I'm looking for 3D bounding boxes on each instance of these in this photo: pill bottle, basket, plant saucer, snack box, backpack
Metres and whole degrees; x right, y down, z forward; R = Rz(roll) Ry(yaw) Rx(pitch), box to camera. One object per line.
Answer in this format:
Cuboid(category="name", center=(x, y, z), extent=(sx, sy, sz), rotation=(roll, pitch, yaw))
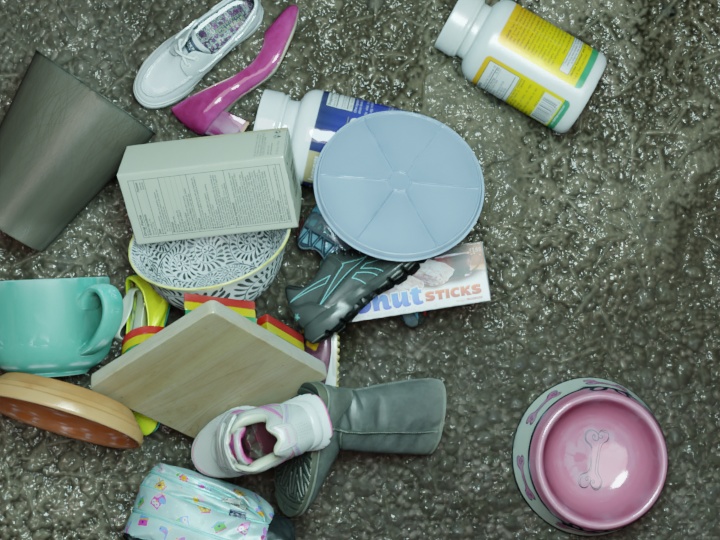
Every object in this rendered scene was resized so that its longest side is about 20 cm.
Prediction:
Cuboid(category="pill bottle", center=(0.197, -0.268, 1.557), extent=(0.199, 0.113, 0.113), rotation=(29, 85, -1))
Cuboid(category="basket", center=(-0.377, -0.135, 1.512), extent=(0.180, 0.136, 0.201), rotation=(33, 89, 7))
Cuboid(category="plant saucer", center=(-0.349, 0.163, 1.462), extent=(0.199, 0.200, 0.038), rotation=(17, 71, -2))
Cuboid(category="snack box", center=(0.054, 0.016, 1.494), extent=(0.198, 0.024, 0.073), rotation=(-9, 86, 6))
Cuboid(category="backpack", center=(-0.180, 0.314, 1.490), extent=(0.199, 0.167, 0.127), rotation=(20, 69, 2))
Cuboid(category="pill bottle", center=(-0.031, -0.157, 1.534), extent=(0.198, 0.120, 0.121), rotation=(13, 86, -2))

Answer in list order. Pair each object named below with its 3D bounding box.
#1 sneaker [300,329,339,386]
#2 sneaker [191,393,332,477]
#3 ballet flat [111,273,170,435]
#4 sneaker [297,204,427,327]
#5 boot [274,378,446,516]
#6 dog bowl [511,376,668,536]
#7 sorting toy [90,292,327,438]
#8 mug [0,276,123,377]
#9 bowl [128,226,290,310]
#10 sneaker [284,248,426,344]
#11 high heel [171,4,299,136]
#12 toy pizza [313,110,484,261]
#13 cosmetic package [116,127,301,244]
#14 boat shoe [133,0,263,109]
Cuboid(category="sneaker", center=(-0.074, 0.128, 1.536), extent=(0.089, 0.075, 0.202), rotation=(0, 85, -9))
Cuboid(category="sneaker", center=(-0.132, 0.194, 1.423), extent=(0.199, 0.088, 0.082), rotation=(-24, 82, 36))
Cuboid(category="ballet flat", center=(-0.276, 0.100, 1.527), extent=(0.066, 0.067, 0.202), rotation=(-1, 81, 42))
Cuboid(category="sneaker", center=(0.000, 0.003, 1.559), extent=(0.095, 0.079, 0.200), rotation=(-43, 85, 13))
Cuboid(category="boot", center=(0.003, 0.212, 1.508), extent=(0.199, 0.072, 0.183), rotation=(6, 108, -42))
Cuboid(category="dog bowl", center=(0.293, 0.235, 1.549), extent=(0.198, 0.074, 0.202), rotation=(0, 86, -4))
Cuboid(category="sorting toy", center=(-0.178, 0.104, 1.459), extent=(0.199, 0.198, 0.070), rotation=(-30, 48, 26))
Cuboid(category="mug", center=(-0.368, 0.068, 1.470), extent=(0.151, 0.185, 0.115), rotation=(-2, 90, -20))
Cuboid(category="bowl", center=(-0.174, -0.006, 1.511), extent=(0.199, 0.201, 0.095), rotation=(-14, 128, -4))
Cuboid(category="sneaker", center=(0.000, 0.000, 1.453), extent=(0.199, 0.075, 0.079), rotation=(-36, 78, 1))
Cuboid(category="high heel", center=(-0.154, -0.260, 1.564), extent=(0.095, 0.067, 0.201), rotation=(28, 96, -5))
Cuboid(category="toy pizza", center=(0.044, -0.096, 1.438), extent=(0.198, 0.032, 0.202), rotation=(2, 63, -4))
Cuboid(category="cosmetic package", center=(-0.176, -0.100, 1.470), extent=(0.198, 0.073, 0.104), rotation=(-5, 126, 6))
Cuboid(category="boat shoe", center=(-0.204, -0.279, 1.558), extent=(0.199, 0.069, 0.072), rotation=(-34, 89, -5))
